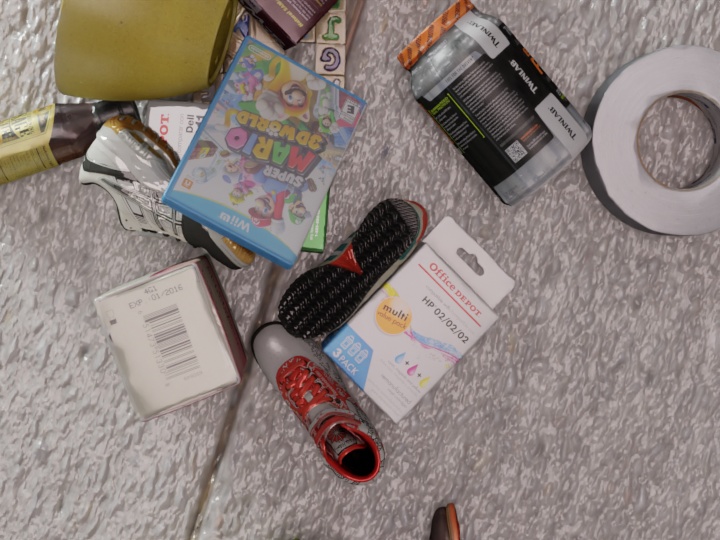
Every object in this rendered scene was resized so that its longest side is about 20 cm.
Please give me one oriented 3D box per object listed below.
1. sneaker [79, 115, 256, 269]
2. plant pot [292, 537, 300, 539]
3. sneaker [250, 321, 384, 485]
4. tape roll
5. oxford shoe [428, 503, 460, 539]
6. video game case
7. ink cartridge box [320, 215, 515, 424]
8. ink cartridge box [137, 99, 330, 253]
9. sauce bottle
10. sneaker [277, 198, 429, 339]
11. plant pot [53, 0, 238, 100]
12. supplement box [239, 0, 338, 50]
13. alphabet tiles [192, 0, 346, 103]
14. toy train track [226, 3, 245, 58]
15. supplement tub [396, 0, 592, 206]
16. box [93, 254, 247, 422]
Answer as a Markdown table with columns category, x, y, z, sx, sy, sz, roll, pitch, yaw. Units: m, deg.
| category | x | y | z | sx | sy | sz | roll | pitch | yaw |
| --- | --- | --- | --- | --- | --- | --- | --- | --- | --- |
| sneaker | -0.193 | -0.062 | 1.370 | 0.200 | 0.076 | 0.088 | 43 | 107 | 0 |
| plant pot | -0.094 | 0.388 | 1.430 | 0.187 | 0.187 | 0.200 | 40 | 76 | -3 |
| sneaker | -0.042 | 0.139 | 1.440 | 0.067 | 0.108 | 0.202 | -37 | 93 | 0 |
| tape roll | 0.340 | -0.137 | 1.465 | 0.198 | 0.066 | 0.202 | 0 | 92 | -3 |
| oxford shoe | 0.068 | 0.348 | 1.475 | 0.072 | 0.071 | 0.202 | 8 | 93 | 2 |
| video game case | -0.092 | -0.119 | 1.355 | 0.142 | 0.018 | 0.201 | 28 | 66 | -9 |
| ink cartridge box | 0.066 | 0.049 | 1.460 | 0.115 | 0.068 | 0.200 | 44 | 90 | -4 |
| ink cartridge box | -0.130 | -0.099 | 1.438 | 0.198 | 0.083 | 0.148 | 4 | 92 | -2 |
| sauce bottle | -0.330 | -0.140 | 1.439 | 0.198 | 0.066 | 0.067 | -20 | 93 | -3 |
| sneaker | 0.000 | -0.001 | 1.451 | 0.200 | 0.093 | 0.070 | -45 | 79 | 20 |
| plant pot | -0.203 | -0.252 | 1.365 | 0.141 | 0.200 | 0.202 | 17 | 92 | 1 |
| supplement box | -0.043 | -0.339 | 1.423 | 0.109 | 0.061 | 0.200 | 45 | 81 | -11 |
| alphabet tiles | -0.114 | -0.262 | 1.470 | 0.198 | 0.008 | 0.169 | 1 | 93 | -3 |
| toy train track | -0.129 | -0.288 | 1.448 | 0.114 | 0.033 | 0.201 | 34 | 90 | -3 |
| supplement tub | 0.137 | -0.178 | 1.427 | 0.122 | 0.123 | 0.200 | -41 | 94 | 0 |
| box | -0.186 | 0.062 | 1.384 | 0.108 | 0.200 | 0.129 | -21 | 94 | -1 |
